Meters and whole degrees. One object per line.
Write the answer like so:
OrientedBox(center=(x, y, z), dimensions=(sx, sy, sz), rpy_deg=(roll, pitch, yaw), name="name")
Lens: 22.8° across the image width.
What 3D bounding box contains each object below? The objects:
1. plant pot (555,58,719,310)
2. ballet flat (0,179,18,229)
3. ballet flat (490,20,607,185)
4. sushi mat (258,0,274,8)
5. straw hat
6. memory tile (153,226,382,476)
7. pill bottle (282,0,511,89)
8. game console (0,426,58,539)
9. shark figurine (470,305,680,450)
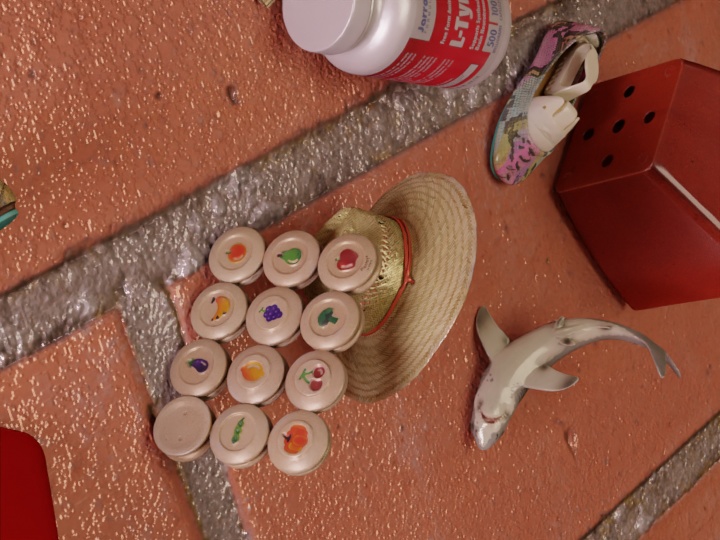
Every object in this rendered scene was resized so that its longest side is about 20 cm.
OrientedBox(center=(0.315, -0.098, 1.804), dimensions=(0.176, 0.199, 0.201), rpy_deg=(34, 62, -29), name="plant pot")
OrientedBox(center=(-0.314, -0.012, 1.189), dimensions=(0.200, 0.070, 0.071), rpy_deg=(-44, 119, -39), name="ballet flat")
OrientedBox(center=(0.190, -0.170, 1.746), dimensions=(0.069, 0.071, 0.201), rpy_deg=(51, 54, -34), name="ballet flat")
OrientedBox(center=(-0.041, -0.319, 1.503), dimensions=(0.200, 0.012, 0.096), rpy_deg=(-50, 138, -25), name="sushi mat")
OrientedBox(center=(0.000, 0.000, 1.451), dimensions=(0.085, 0.200, 0.203), rpy_deg=(22, 71, -33), name="straw hat")
OrientedBox(center=(-0.073, 0.058, 1.384), dimensions=(0.017, 0.152, 0.202), rpy_deg=(50, 50, -56), name="memory tile")
OrientedBox(center=(0.031, -0.221, 1.541), dimensions=(0.199, 0.112, 0.113), rpy_deg=(1, 87, -48), name="pill bottle")
OrientedBox(center=(-0.307, 0.198, 1.211), dimensions=(0.199, 0.119, 0.173), rpy_deg=(19, 105, -45), name="game console")
OrientedBox(center=(0.191, 0.085, 1.714), dimensions=(0.090, 0.213, 0.129), rpy_deg=(81, -11, -68), name="shark figurine")
